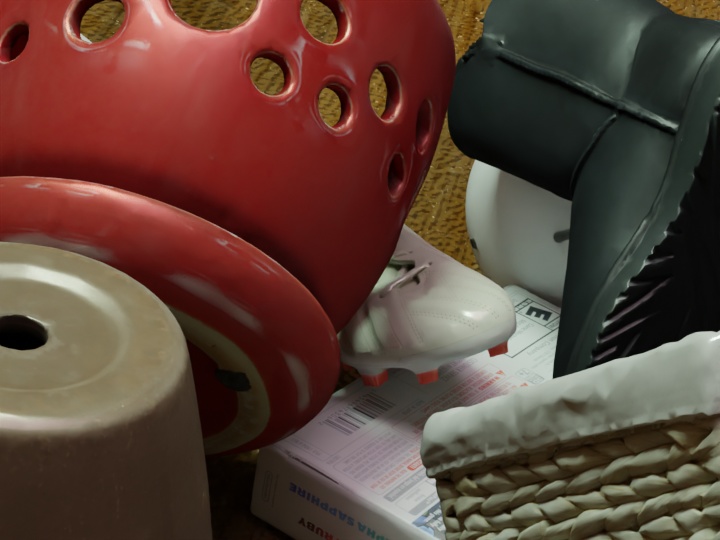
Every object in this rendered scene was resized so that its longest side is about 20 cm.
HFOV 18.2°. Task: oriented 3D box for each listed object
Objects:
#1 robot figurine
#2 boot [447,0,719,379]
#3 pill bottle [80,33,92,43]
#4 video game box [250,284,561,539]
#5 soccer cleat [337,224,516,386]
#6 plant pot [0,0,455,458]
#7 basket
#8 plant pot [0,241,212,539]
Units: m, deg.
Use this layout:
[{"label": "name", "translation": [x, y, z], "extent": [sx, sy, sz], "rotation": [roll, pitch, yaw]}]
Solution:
[{"label": "robot figurine", "translation": [0.146, -0.039, 1.130], "extent": [0.200, 0.151, 0.125], "rotation": [-21, 55, -37]}, {"label": "boot", "translation": [0.099, -0.033, 0.994], "extent": [0.076, 0.201, 0.168], "rotation": [16, 7, -38]}, {"label": "pill bottle", "translation": [-0.189, -0.041, 1.025], "extent": [0.119, 0.120, 0.200], "rotation": [19, 31, 12]}, {"label": "video game box", "translation": [0.084, 0.091, 0.973], "extent": [0.182, 0.047, 0.200], "rotation": [26, 33, 28]}, {"label": "soccer cleat", "translation": [0.000, 0.000, 1.000], "extent": [0.069, 0.078, 0.200], "rotation": [-19, 16, -24]}, {"label": "plant pot", "translation": [-0.075, -0.034, 0.898], "extent": [0.200, 0.201, 0.183], "rotation": [13, 61, 2]}, {"label": "basket", "translation": [0.156, 0.105, 0.778], "extent": [0.198, 0.200, 0.161], "rotation": [-4, 79, -27]}, {"label": "plant pot", "translation": [-0.125, 0.092, 0.774], "extent": [0.199, 0.175, 0.200], "rotation": [9, 31, -6]}]
